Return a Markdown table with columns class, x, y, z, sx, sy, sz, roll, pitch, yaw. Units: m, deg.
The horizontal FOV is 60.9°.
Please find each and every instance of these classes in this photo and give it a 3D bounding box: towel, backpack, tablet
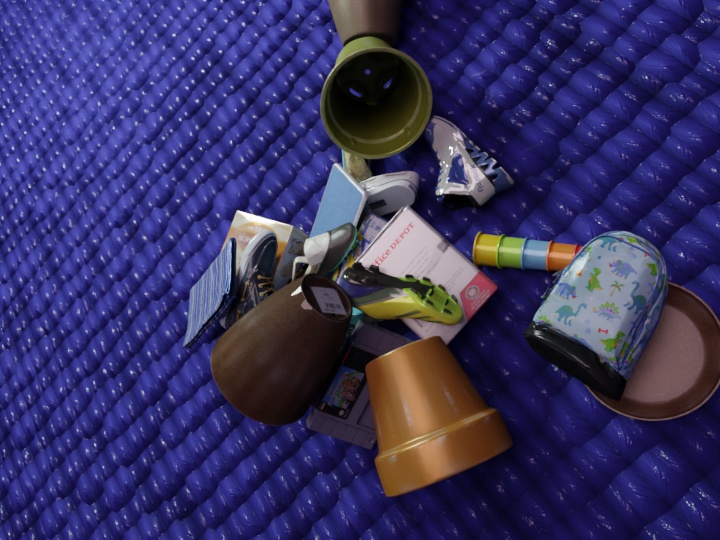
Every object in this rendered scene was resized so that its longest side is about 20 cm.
| class | x | y | z | sx | sy | sz | roll | pitch | yaw |
| --- | --- | --- | --- | --- | --- | --- | --- | --- | --- |
| towel | -0.288 | 0.044 | 1.162 | 0.200 | 0.024 | 0.146 | -43 | 40 | 38 |
| backpack | 0.339 | 0.046 | 0.849 | 0.200 | 0.154 | 0.163 | -47 | 51 | -8 |
| tablet | -0.048 | -0.082 | 1.135 | 0.130 | 0.014 | 0.201 | 50 | 128 | 44 |

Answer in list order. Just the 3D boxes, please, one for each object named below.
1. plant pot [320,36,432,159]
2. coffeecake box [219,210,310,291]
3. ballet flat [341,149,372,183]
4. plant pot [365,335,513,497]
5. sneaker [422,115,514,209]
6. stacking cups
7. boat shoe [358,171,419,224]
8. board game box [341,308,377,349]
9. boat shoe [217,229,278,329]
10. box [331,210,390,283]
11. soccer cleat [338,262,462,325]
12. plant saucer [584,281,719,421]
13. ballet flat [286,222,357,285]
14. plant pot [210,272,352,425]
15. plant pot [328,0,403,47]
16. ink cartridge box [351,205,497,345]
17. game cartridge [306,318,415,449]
| class | x | y | z | sx | sy | sz | roll | pitch | yaw |
| --- | --- | --- | --- | --- | --- | --- | --- | --- | --- |
| plant pot | 0.020 | -0.341 | 1.137 | 0.199 | 0.201 | 0.185 | -31 | 35 | 16 |
| coffeecake box | -0.209 | -0.001 | 1.224 | 0.152 | 0.073 | 0.202 | 16 | 83 | 30 |
| ballet flat | -0.014 | -0.256 | 1.213 | 0.070 | 0.071 | 0.202 | -20 | 65 | 21 |
| plant pot | 0.096 | 0.205 | 0.904 | 0.199 | 0.200 | 0.185 | -27 | 74 | 18 |
| sneaker | 0.161 | -0.177 | 1.079 | 0.115 | 0.080 | 0.200 | -45 | 61 | 6 |
| stacking cups | 0.282 | -0.020 | 0.980 | 0.198 | 0.060 | 0.061 | 10 | 79 | 28 |
| boat shoe | 0.025 | -0.139 | 1.155 | 0.198 | 0.074 | 0.066 | -6 | 41 | 32 |
| board game box | -0.060 | 0.131 | 1.070 | 0.198 | 0.047 | 0.152 | 0 | 114 | 27 |
| boat shoe | -0.182 | 0.031 | 1.123 | 0.090 | 0.071 | 0.202 | 27 | 95 | 28 |
| box | 0.000 | 0.000 | 1.108 | 0.064 | 0.070 | 0.201 | 30 | 89 | 16 |
| soccer cleat | 0.060 | 0.050 | 0.955 | 0.198 | 0.065 | 0.084 | 17 | 125 | 8 |
| plant saucer | 0.411 | 0.114 | 0.879 | 0.199 | 0.037 | 0.202 | -9 | 70 | 26 |
| ballet flat | -0.078 | -0.016 | 1.097 | 0.200 | 0.068 | 0.068 | -54 | 31 | 39 |
| plant pot | -0.103 | 0.105 | 0.948 | 0.200 | 0.186 | 0.188 | -49 | 56 | 30 |
| plant pot | 0.011 | -0.541 | 1.226 | 0.198 | 0.200 | 0.177 | -5 | 89 | 26 |
| ink cartridge box | 0.104 | 0.013 | 1.010 | 0.200 | 0.085 | 0.146 | 43 | 96 | 7 |
| game cartridge | 0.007 | 0.190 | 1.003 | 0.201 | 0.129 | 0.038 | -63 | 25 | 10 |
